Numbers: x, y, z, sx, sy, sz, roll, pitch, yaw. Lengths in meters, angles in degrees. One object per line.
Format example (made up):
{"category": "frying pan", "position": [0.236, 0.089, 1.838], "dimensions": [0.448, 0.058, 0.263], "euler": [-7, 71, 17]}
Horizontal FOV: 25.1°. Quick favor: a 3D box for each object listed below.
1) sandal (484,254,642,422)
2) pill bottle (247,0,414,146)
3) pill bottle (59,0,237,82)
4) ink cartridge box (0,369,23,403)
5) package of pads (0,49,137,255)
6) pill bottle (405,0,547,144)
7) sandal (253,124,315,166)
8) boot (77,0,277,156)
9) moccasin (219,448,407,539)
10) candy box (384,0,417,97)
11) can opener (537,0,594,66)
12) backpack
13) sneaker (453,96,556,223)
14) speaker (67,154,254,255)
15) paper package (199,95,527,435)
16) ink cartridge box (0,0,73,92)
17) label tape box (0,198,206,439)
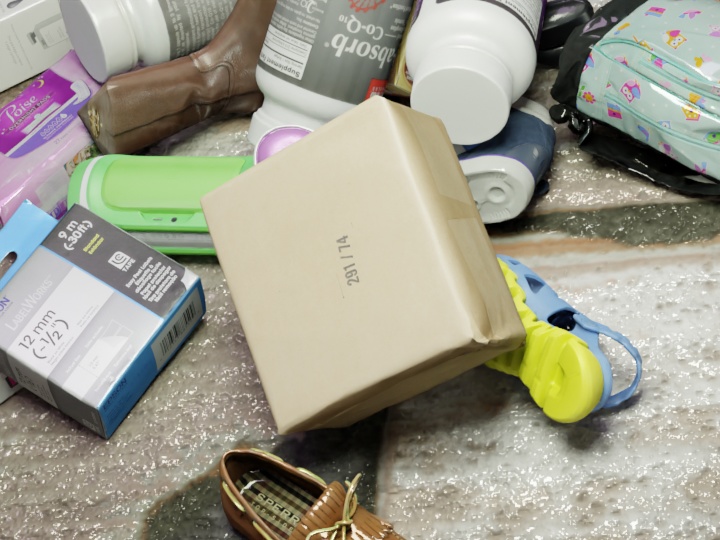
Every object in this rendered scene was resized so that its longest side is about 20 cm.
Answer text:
{"category": "sandal", "position": [0.147, 0.053, 1.246], "dimensions": [0.086, 0.080, 0.200], "euler": [3, 29, -30]}
{"category": "pill bottle", "position": [-0.025, -0.196, 1.410], "dimensions": [0.115, 0.202, 0.116], "euler": [17, 14, -4]}
{"category": "pill bottle", "position": [-0.174, -0.257, 1.521], "dimensions": [0.199, 0.115, 0.114], "euler": [-26, 45, -23]}
{"category": "ink cartridge box", "position": [-0.303, 0.056, 1.401], "dimensions": [0.199, 0.037, 0.095], "euler": [-38, 49, -15]}
{"category": "package of pads", "position": [-0.298, -0.113, 1.526], "dimensions": [0.120, 0.076, 0.200], "euler": [26, 60, 33]}
{"category": "pill bottle", "position": [0.098, -0.204, 1.363], "dimensions": [0.110, 0.112, 0.201], "euler": [-1, 46, 17]}
{"category": "sandal", "position": [-0.022, -0.038, 1.326], "dimensions": [0.082, 0.050, 0.204], "euler": [-30, 78, -1]}
{"category": "boot", "position": [-0.159, -0.191, 1.459], "dimensions": [0.198, 0.188, 0.064], "euler": [-19, 49, -22]}
{"category": "moccasin", "position": [-0.024, 0.185, 1.162], "dimensions": [0.074, 0.078, 0.201], "euler": [-41, 50, -21]}
{"category": "candy box", "position": [0.030, -0.266, 1.496], "dimensions": [0.115, 0.055, 0.202], "euler": [13, 87, 41]}
{"category": "can opener", "position": [0.122, -0.212, 1.498], "dimensions": [0.198, 0.079, 0.064], "euler": [-13, 57, 18]}
{"category": "backpack", "position": [0.277, -0.154, 1.345], "dimensions": [0.166, 0.127, 0.199], "euler": [-36, 54, -28]}
{"category": "sneaker", "position": [0.073, -0.102, 1.409], "dimensions": [0.198, 0.081, 0.147], "euler": [-3, 36, 23]}
{"category": "speaker", "position": [-0.155, -0.059, 1.426], "dimensions": [0.198, 0.089, 0.089], "euler": [2, 49, 19]}
{"category": "paper package", "position": [0.000, 0.000, 1.220], "dimensions": [0.189, 0.103, 0.202], "euler": [-27, 74, 24]}
{"category": "ink cartridge box", "position": [-0.333, -0.290, 1.697], "dimensions": [0.199, 0.083, 0.147], "euler": [-27, 46, -8]}
{"category": "label tape box", "position": [-0.249, 0.025, 1.346], "dimensions": [0.199, 0.066, 0.144], "euler": [30, 66, 14]}
